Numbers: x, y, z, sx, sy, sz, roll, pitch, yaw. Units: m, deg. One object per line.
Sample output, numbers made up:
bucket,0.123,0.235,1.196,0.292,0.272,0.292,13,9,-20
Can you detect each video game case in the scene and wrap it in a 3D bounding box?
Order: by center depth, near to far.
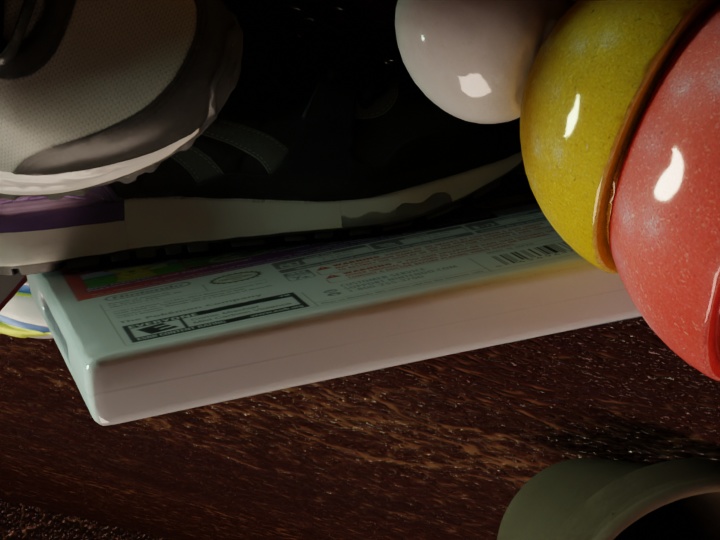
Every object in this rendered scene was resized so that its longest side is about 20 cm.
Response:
video game case,0.000,0.000,0.694,0.198,0.023,0.182,-11,-167,-12

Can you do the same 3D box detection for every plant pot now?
plant pot,0.168,0.199,1.365,0.199,0.202,0.174,22,-177,-25

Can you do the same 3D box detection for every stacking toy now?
stacking toy,0.095,-0.037,0.583,0.199,0.147,0.146,32,176,25

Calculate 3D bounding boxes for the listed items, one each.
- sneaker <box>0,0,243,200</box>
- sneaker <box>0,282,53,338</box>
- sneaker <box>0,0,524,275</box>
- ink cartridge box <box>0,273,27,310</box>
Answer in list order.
sneaker,-0.129,-0.075,0.582,0.198,0.075,0.079,15,163,7
sneaker,-0.200,-0.034,0.984,0.199,0.076,0.105,25,164,-2
sneaker,-0.039,-0.057,0.709,0.198,0.088,0.076,-8,-164,-1
ink cartridge box,-0.232,-0.036,0.852,0.198,0.146,0.083,13,126,16
